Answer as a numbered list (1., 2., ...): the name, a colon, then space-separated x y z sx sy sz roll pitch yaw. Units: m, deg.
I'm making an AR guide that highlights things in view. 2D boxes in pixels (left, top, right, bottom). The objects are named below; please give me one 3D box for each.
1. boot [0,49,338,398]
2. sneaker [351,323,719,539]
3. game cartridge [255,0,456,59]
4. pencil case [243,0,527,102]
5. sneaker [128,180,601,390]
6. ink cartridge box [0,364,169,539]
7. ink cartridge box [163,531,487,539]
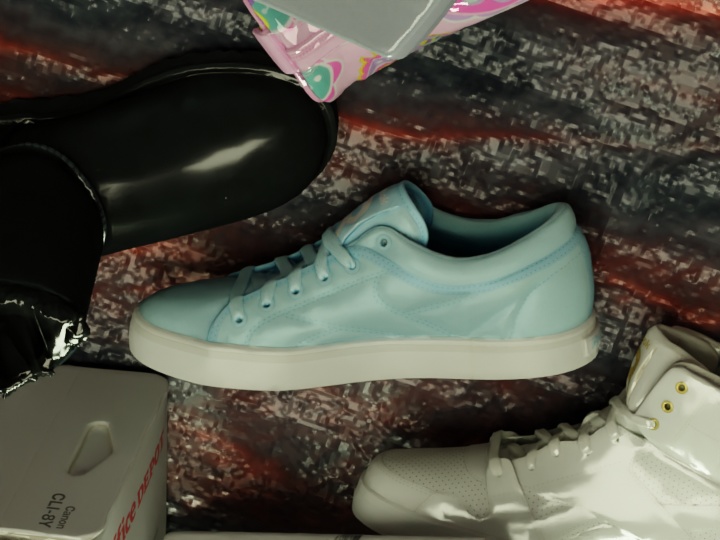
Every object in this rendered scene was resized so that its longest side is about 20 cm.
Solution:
1. boot: -0.113 -0.016 1.197 0.197 0.163 0.074 -7 118 12
2. sneaker: 0.100 0.071 1.271 0.199 0.074 0.116 8 112 1
3. game cartridge: 0.008 -0.188 1.098 0.133 0.040 0.201 26 106 17
4. pencil case: 0.048 -0.140 1.151 0.199 0.088 0.088 -24 112 21
5. sneaker: 0.000 0.000 1.248 0.199 0.074 0.082 -3 109 1
6. ink cartridge box: -0.138 0.159 1.307 0.083 0.145 0.201 7 119 7
7. ink cartridge box: 0.002 0.176 1.249 0.199 0.116 0.068 -1 150 30
